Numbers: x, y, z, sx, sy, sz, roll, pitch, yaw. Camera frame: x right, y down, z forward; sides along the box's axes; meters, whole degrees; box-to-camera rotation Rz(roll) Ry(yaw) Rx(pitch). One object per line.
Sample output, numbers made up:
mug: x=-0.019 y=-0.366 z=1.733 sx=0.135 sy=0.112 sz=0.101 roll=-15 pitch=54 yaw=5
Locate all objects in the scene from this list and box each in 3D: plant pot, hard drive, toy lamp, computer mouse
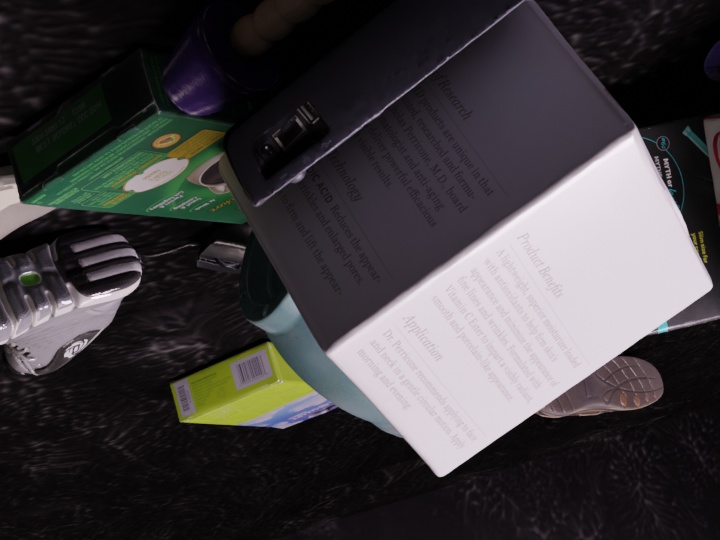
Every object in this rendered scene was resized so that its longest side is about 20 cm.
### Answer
plant pot: x=0.000 y=0.000 z=1.177 sx=0.134 sy=0.201 sz=0.200 roll=19 pitch=149 yaw=-23
hard drive: x=0.013 y=-0.109 z=0.876 sx=0.200 sy=0.042 sz=0.135 roll=-38 pitch=-173 yaw=-1
toy lamp: x=-0.026 y=-0.137 z=0.865 sx=0.200 sy=0.058 sz=0.058 roll=-29 pitch=162 yaw=38
computer mouse: x=-0.124 y=-0.008 z=1.257 sx=0.199 sy=0.034 sz=0.059 roll=-10 pitch=164 yaw=-25

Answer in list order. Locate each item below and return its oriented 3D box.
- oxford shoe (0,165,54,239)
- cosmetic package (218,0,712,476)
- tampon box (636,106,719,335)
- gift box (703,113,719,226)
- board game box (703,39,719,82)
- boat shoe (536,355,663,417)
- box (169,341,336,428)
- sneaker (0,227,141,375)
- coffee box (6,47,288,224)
oxford shoe: x=-0.260 y=-0.012 z=1.041 sx=0.199 sy=0.058 sz=0.075 roll=-21 pitch=162 yaw=6
cosmetic package: x=0.061 y=-0.027 z=0.980 sx=0.200 sy=0.165 sz=0.165 roll=-35 pitch=140 yaw=3
tampon box: x=0.259 y=-0.044 z=1.294 sx=0.199 sy=0.151 sz=0.126 roll=-12 pitch=-176 yaw=-17
gift box: x=0.345 y=-0.047 z=1.155 sx=0.186 sy=0.185 sz=0.200 roll=-13 pitch=-178 yaw=-16
board game box: x=0.347 y=-0.165 z=1.227 sx=0.199 sy=0.039 sz=0.158 roll=-17 pitch=165 yaw=-6
boat shoe: x=0.307 y=0.156 z=2.291 sx=0.199 sy=0.075 sz=0.073 roll=-2 pitch=170 yaw=-23
box: x=-0.085 y=0.116 z=1.715 sx=0.122 sy=0.048 sz=0.200 roll=-24 pitch=164 yaw=22
sneaker: x=-0.249 y=0.041 z=1.165 sx=0.199 sy=0.075 sz=0.116 roll=-10 pitch=149 yaw=-28
coffee box: x=-0.098 y=-0.075 z=1.028 sx=0.123 sy=0.044 sz=0.200 roll=-29 pitch=161 yaw=33
